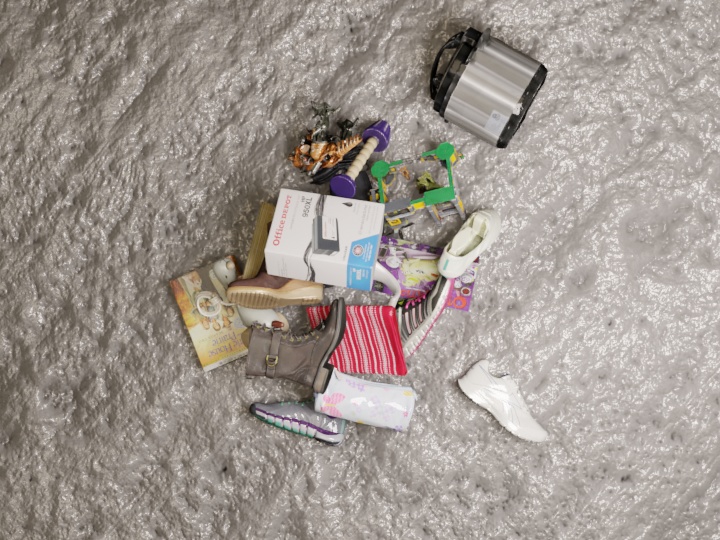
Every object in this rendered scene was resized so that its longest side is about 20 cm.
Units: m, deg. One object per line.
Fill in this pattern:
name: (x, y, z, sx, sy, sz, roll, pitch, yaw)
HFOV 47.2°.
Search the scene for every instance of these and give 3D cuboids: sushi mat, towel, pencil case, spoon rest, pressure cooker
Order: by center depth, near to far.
pressure cooker: (0.224, -0.343, 1.522, 0.199, 0.179, 0.177, 29, 98, 6)
spoon rest: (0.000, 0.000, 1.581, 0.200, 0.060, 0.100, 39, 133, 18)
towel: (-0.007, 0.135, 1.586, 0.198, 0.022, 0.146, -2, 110, 32)
pencil case: (0.007, 0.250, 1.598, 0.198, 0.083, 0.092, 15, 85, -2)
sushi mat: (-0.171, -0.032, 1.609, 0.095, 0.012, 0.202, 21, 66, -22)

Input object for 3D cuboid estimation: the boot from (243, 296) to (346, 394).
boot: (-0.125, 0.127, 1.543, 0.173, 0.069, 0.202, 16, 87, 9)

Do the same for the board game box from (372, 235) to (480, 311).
board game box: (0.122, 0.006, 1.588, 0.198, 0.032, 0.121, 12, 131, 8)

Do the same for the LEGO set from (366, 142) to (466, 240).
LEGO set: (0.120, -0.148, 1.592, 0.198, 0.116, 0.155, -21, 63, 12)

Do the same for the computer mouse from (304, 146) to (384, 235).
computer mouse: (-0.019, -0.134, 1.625, 0.137, 0.053, 0.202, -22, 88, 7)

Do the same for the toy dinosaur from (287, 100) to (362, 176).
toy dinosaur: (-0.062, -0.240, 1.588, 0.198, 0.102, 0.137, 11, 72, 32)

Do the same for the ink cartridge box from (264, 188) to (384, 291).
ink cartridge box: (-0.065, -0.057, 1.508, 0.198, 0.084, 0.146, 9, 59, 4)

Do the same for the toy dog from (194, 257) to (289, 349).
toy dog: (-0.211, 0.064, 1.604, 0.200, 0.096, 0.132, 41, 53, -19)

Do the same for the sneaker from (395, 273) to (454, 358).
sneaker: (0.107, 0.075, 1.578, 0.087, 0.074, 0.201, 35, 121, 8)

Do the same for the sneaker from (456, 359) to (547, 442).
sneaker: (0.281, 0.252, 1.578, 0.200, 0.075, 0.087, 39, 91, 5)

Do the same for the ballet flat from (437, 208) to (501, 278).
ballet flat: (0.209, -0.066, 1.531, 0.069, 0.070, 0.200, 38, 56, 6)

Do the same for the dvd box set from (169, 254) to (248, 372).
dvd box set: (-0.288, 0.088, 1.679, 0.145, 0.029, 0.202, -22, 87, 8)

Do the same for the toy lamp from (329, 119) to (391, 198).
toy lamp: (0.006, -0.216, 1.565, 0.058, 0.058, 0.201, 25, 52, 7)

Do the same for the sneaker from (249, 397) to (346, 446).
sneaker: (-0.119, 0.282, 1.649, 0.198, 0.074, 0.088, 19, 74, 2)

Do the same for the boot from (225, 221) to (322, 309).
boot: (-0.169, -0.014, 1.572, 0.198, 0.072, 0.168, 1, 62, -26)

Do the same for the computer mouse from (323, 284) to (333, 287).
computer mouse: (-0.119, 0.009, 1.656, 0.198, 0.034, 0.059, -3, 105, 2)
